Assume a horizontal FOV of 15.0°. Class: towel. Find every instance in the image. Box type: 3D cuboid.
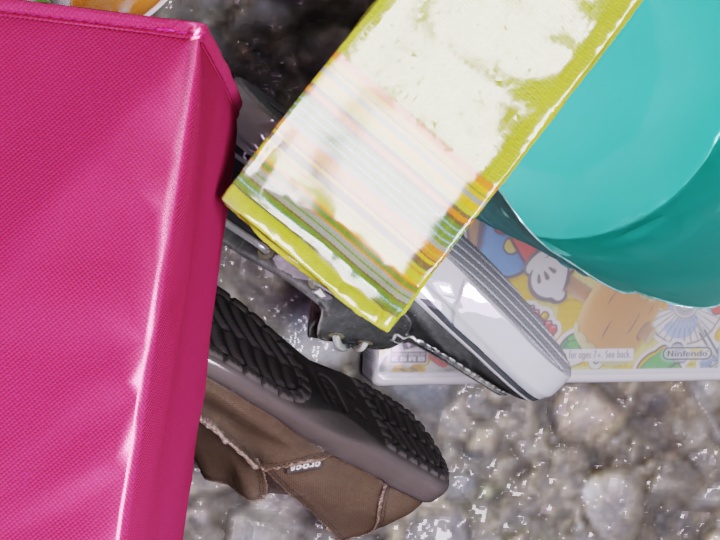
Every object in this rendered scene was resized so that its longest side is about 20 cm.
[{"bbox_3d":[0.039,-0.078,1.050,0.086,0.018,0.200,38,90,-16],"label":"towel"}]

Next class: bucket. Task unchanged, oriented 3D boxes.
[{"bbox_3d":[0.116,-0.090,1.155,0.207,0.135,0.207,-4,100,-20],"label":"bucket"}]

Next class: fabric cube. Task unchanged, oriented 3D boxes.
[{"bbox_3d":[-0.158,0.008,1.022,0.200,0.196,0.200,7,86,3],"label":"fabric cube"}]

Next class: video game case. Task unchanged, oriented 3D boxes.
[{"bbox_3d":[0.103,-0.038,1.250,0.200,0.023,0.182,0,103,-19],"label":"video game case"}]

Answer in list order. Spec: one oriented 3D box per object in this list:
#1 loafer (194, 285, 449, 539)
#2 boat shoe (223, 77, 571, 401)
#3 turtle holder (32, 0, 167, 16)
[{"bbox_3d":[-0.049,0.067,1.185,0.200,0.073,0.071,34,108,-30],"label":"loafer"},{"bbox_3d":[0.000,0.000,1.184,0.200,0.072,0.071,39,102,-10],"label":"boat shoe"},{"bbox_3d":[-0.130,-0.179,1.068,0.141,0.132,0.186,-12,96,-11],"label":"turtle holder"}]
